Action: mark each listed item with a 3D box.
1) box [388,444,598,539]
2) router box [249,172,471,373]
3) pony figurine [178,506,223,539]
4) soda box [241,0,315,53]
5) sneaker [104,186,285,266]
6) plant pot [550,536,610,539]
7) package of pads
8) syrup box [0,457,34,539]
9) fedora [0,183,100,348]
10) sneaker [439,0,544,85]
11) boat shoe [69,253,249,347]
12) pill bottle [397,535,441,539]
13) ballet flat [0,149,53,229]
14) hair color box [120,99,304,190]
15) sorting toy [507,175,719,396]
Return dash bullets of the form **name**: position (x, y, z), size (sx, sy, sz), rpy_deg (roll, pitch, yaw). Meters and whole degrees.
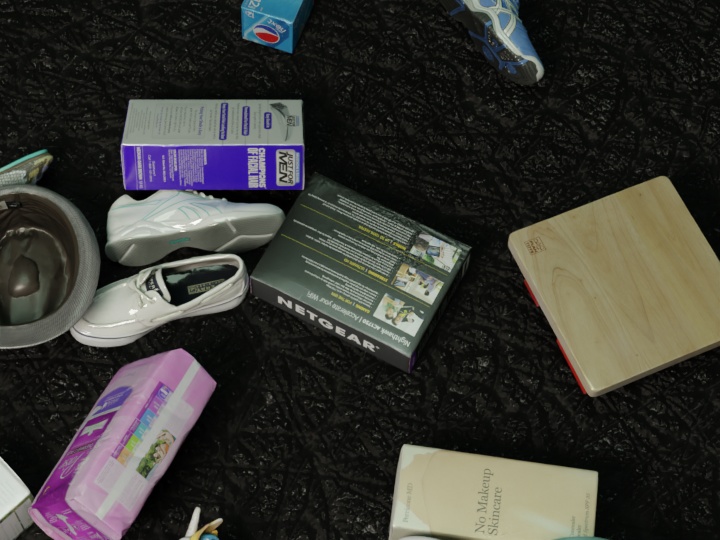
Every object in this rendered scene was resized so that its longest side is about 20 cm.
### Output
- **box**: position (0.132, 0.241, 1.492), size (0.199, 0.078, 0.095), rpy_deg (7, 64, 1)
- **router box**: position (0.000, 0.000, 1.623), size (0.199, 0.051, 0.149), rpy_deg (26, 67, 11)
- **pony figurine**: position (-0.205, 0.337, 1.403), size (0.199, 0.167, 0.194), rpy_deg (-22, 56, 4)
- **soda box**: position (-0.079, -0.365, 1.798), size (0.068, 0.064, 0.201), rpy_deg (18, 64, 6)
- **sneaker**: position (-0.183, -0.061, 1.638), size (0.199, 0.071, 0.080), rpy_deg (-5, 57, -6)
- **plant pot**: position (0.203, 0.333, 1.390), size (0.199, 0.201, 0.135), rpy_deg (-1, 55, -3)
- **package of pads**: position (-0.236, 0.176, 1.472), size (0.076, 0.120, 0.200), rpy_deg (42, 55, -18)
- **syrup box**: position (-0.417, 0.269, 1.454), size (0.081, 0.079, 0.200), rpy_deg (42, 69, 17)
- **fedora**: position (-0.362, 0.010, 1.581), size (0.176, 0.090, 0.201), rpy_deg (-10, 64, -8)
- **sneaker**: position (0.164, -0.307, 1.772), size (0.077, 0.076, 0.200), rpy_deg (-29, 69, -11)
- **boat shoe**: position (-0.216, 0.027, 1.593), size (0.199, 0.066, 0.072), rpy_deg (-11, 64, -8)
- **pill bottle**: position (0.052, 0.364, 1.407), size (0.112, 0.112, 0.201), rpy_deg (19, 64, 7)
- **ballet flat**: position (-0.425, -0.068, 1.641), size (0.200, 0.072, 0.072), rpy_deg (-23, 66, -13)
- **hair color box**: position (-0.162, -0.141, 1.657), size (0.199, 0.065, 0.109), rpy_deg (-1, 33, -2)
- **sorting toy**: position (0.287, 0.025, 1.613), size (0.198, 0.070, 0.200), rpy_deg (-21, 65, -12)
